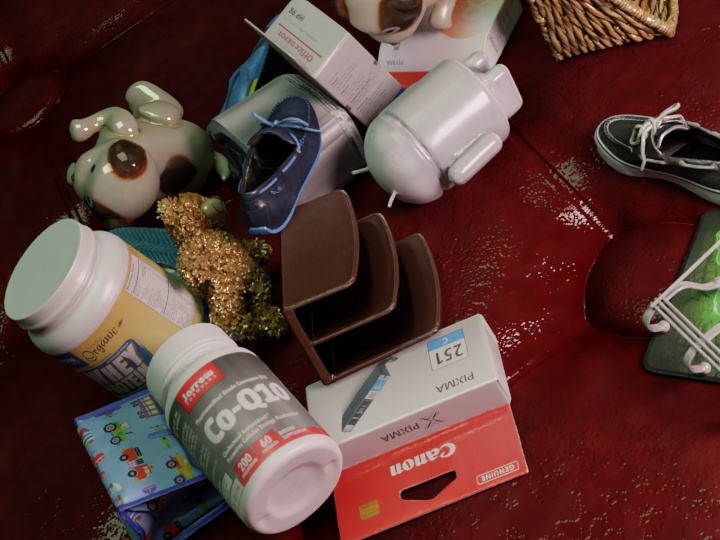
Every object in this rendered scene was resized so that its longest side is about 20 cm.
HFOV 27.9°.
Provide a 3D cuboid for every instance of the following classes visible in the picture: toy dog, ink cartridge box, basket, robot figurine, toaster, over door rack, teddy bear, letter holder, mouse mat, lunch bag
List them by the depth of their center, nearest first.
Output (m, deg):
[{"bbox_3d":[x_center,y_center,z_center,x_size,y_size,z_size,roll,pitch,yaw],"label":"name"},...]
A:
[{"bbox_3d":[0.362,0.016,1.283,0.200,0.066,0.148,-52,40,11],"label":"over door rack"},{"bbox_3d":[0.364,0.023,1.344,0.160,0.008,0.201,6,54,36],"label":"mouse mat"},{"bbox_3d":[0.049,0.151,1.398,0.199,0.045,0.177,-24,41,12],"label":"ink cartridge box"},{"bbox_3d":[-0.171,0.182,1.495,0.199,0.095,0.151,-27,42,-13],"label":"lunch bag"},{"bbox_3d":[0.000,0.000,1.498,0.141,0.101,0.201,-23,29,10],"label":"letter holder"},{"bbox_3d":[-0.146,-0.007,1.580,0.067,0.144,0.201,-48,47,38],"label":"teddy bear"},{"bbox_3d":[0.085,-0.153,1.605,0.200,0.113,0.170,-40,40,-7],"label":"robot figurine"},{"bbox_3d":[0.277,-0.364,1.657,0.148,0.143,0.201,-9,48,27],"label":"basket"},{"bbox_3d":[-0.033,-0.243,1.681,0.067,0.200,0.116,-49,49,2],"label":"ink cartridge box"},{"bbox_3d":[0.049,-0.355,1.692,0.138,0.195,0.201,7,55,23],"label":"toy dog"},{"bbox_3d":[-0.081,-0.144,1.705,0.129,0.114,0.200,-39,43,-9],"label":"toaster"},{"bbox_3d":[0.087,-0.262,1.755,0.161,0.050,0.201,5,52,36],"label":"ink cartridge box"},{"bbox_3d":[-0.271,-0.118,1.758,0.193,0.140,0.200,29,27,8],"label":"toy dog"}]

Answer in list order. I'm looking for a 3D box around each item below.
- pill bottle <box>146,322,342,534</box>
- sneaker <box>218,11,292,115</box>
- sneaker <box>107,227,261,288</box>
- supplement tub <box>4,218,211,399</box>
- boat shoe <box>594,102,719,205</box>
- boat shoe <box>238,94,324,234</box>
[{"bbox_3d":[-0.117,0.146,1.392,0.114,0.114,0.200,-41,55,-8],"label":"pill bottle"},{"bbox_3d":[-0.134,-0.262,1.885,0.078,0.066,0.201,-7,49,33],"label":"sneaker"},{"bbox_3d":[-0.207,0.001,1.684,0.198,0.081,0.077,8,52,13],"label":"sneaker"},{"bbox_3d":[-0.267,0.048,1.560,0.144,0.200,0.145,-30,41,29],"label":"supplement tub"},{"bbox_3d":[0.311,-0.128,1.470,0.074,0.068,0.199,-42,42,-10],"label":"boat shoe"},{"bbox_3d":[-0.085,-0.129,1.572,0.083,0.069,0.201,-9,44,15],"label":"boat shoe"}]
